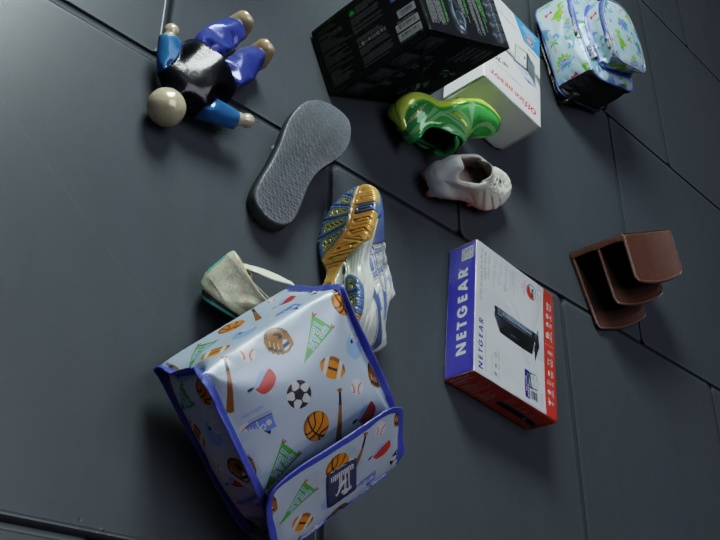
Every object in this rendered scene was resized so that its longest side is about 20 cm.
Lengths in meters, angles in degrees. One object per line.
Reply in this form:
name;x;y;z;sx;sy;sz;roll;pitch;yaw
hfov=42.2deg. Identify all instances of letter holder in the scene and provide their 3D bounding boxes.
letter holder;0.458;0.016;1.560;0.200;0.100;0.143;-6;77;-50

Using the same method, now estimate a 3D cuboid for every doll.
doll;-0.161;-0.209;1.003;0.137;0.048;0.200;53;39;-14

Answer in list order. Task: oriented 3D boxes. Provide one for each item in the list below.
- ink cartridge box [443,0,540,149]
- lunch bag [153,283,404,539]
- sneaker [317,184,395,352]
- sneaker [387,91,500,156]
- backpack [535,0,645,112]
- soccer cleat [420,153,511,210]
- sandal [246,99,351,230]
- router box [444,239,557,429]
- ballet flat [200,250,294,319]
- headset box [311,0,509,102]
ink cartridge box;0.208;-0.315;1.461;0.146;0.086;0.201;34;46;-34
lunch bag;-0.059;0.136;0.850;0.170;0.124;0.201;-30;106;-30
sneaker;0.000;0.000;1.071;0.088;0.075;0.201;39;51;-46
sneaker;0.120;-0.196;1.308;0.199;0.074;0.084;-4;71;-40
backpack;0.425;-0.418;1.718;0.183;0.147;0.201;-1;68;-52
soccer cleat;0.168;-0.126;1.316;0.200;0.077;0.070;0;71;-50
sandal;-0.077;-0.125;1.070;0.076;0.043;0.200;44;52;-14
router box;0.190;0.088;1.249;0.179;0.049;0.201;32;49;-35
ballet flat;-0.071;0.050;0.943;0.200;0.067;0.062;37;90;-31
headset box;0.071;-0.299;1.219;0.200;0.174;0.093;-6;75;-50
